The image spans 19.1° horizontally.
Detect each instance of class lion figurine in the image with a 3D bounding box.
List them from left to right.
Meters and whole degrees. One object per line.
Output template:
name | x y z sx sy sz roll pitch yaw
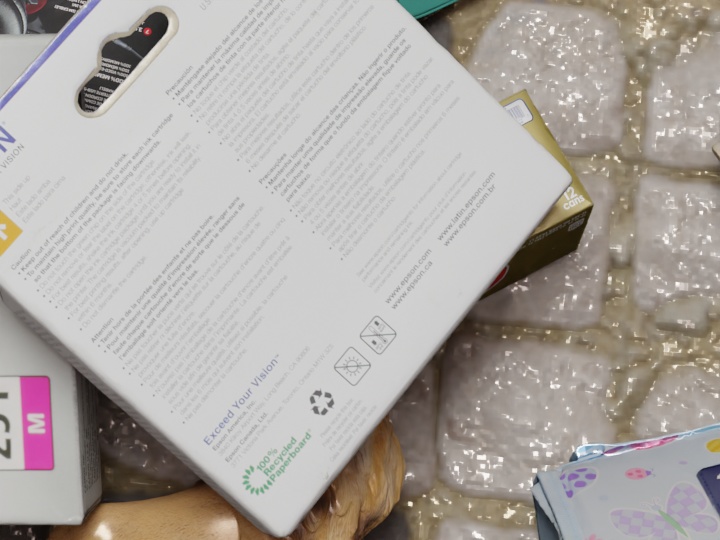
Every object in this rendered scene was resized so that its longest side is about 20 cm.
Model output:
lion figurine | -0.075 0.121 0.910 0.199 0.073 0.123 -12 66 1

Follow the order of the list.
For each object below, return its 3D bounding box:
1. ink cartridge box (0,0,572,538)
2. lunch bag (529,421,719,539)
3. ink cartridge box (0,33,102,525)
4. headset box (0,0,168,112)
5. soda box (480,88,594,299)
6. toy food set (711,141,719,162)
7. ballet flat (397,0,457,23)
ink cartridge box | -0.045 -0.031 0.863 0.200 0.043 0.197 43 75 -10
lunch bag | 0.167 0.156 0.873 0.169 0.127 0.201 -8 67 -5
ink cartridge box | -0.199 0.004 0.888 0.172 0.044 0.201 -1 97 6
headset box | -0.165 -0.071 0.963 0.148 0.075 0.201 13 73 4
soda box | 0.000 0.000 0.946 0.199 0.068 0.064 -27 75 -8
toy food set | 0.277 -0.053 0.968 0.200 0.060 0.144 -34 76 -10
ballet flat | -0.004 -0.132 0.996 0.200 0.068 0.075 -37 55 -16
